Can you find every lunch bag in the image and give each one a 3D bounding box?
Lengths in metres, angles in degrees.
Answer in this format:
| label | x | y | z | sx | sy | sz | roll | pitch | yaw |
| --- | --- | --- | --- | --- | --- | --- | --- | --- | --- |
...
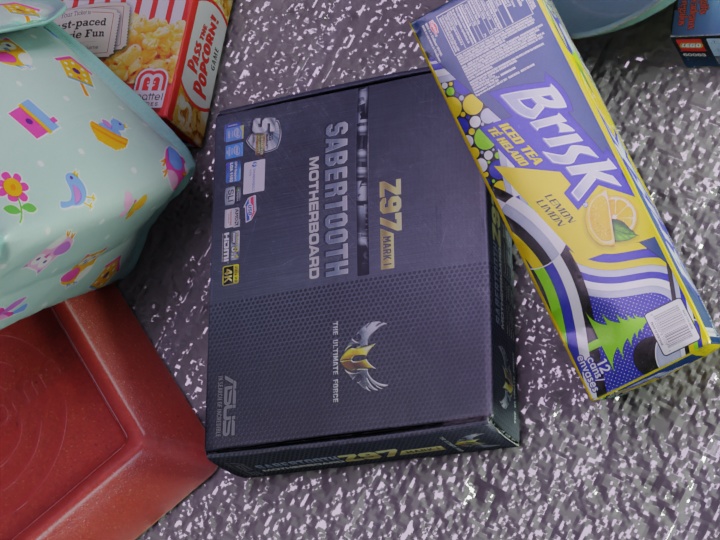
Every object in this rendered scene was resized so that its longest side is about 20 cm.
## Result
| label | x | y | z | sx | sy | sz | roll | pitch | yaw |
| --- | --- | --- | --- | --- | --- | --- | --- | --- | --- |
| lunch bag | -0.216 | -0.074 | 0.926 | 0.200 | 0.170 | 0.122 | 48 | 126 | 12 |

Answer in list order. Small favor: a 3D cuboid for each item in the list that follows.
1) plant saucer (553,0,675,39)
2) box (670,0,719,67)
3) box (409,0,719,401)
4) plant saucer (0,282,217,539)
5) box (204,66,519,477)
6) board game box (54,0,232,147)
| label | x | y | z | sx | sy | sz | roll | pitch | yaw |
| --- | --- | --- | --- | --- | --- | --- | --- | --- | --- |
| plant saucer | 0.145 | -0.205 | 0.897 | 0.200 | 0.036 | 0.201 | -28 | 51 | 41 |
| box | 0.238 | -0.202 | 0.883 | 0.136 | 0.038 | 0.201 | 1 | 71 | 26 |
| box | 0.099 | -0.040 | 0.834 | 0.064 | 0.070 | 0.201 | -27 | 80 | 14 |
| plant saucer | -0.204 | 0.091 | 0.977 | 0.199 | 0.037 | 0.200 | -40 | 58 | 6 |
| box | 0.000 | 0.000 | 0.908 | 0.157 | 0.051 | 0.201 | -8 | 67 | 21 |
| board game box | -0.148 | -0.174 | 1.048 | 0.151 | 0.046 | 0.201 | 2 | 71 | 26 |
